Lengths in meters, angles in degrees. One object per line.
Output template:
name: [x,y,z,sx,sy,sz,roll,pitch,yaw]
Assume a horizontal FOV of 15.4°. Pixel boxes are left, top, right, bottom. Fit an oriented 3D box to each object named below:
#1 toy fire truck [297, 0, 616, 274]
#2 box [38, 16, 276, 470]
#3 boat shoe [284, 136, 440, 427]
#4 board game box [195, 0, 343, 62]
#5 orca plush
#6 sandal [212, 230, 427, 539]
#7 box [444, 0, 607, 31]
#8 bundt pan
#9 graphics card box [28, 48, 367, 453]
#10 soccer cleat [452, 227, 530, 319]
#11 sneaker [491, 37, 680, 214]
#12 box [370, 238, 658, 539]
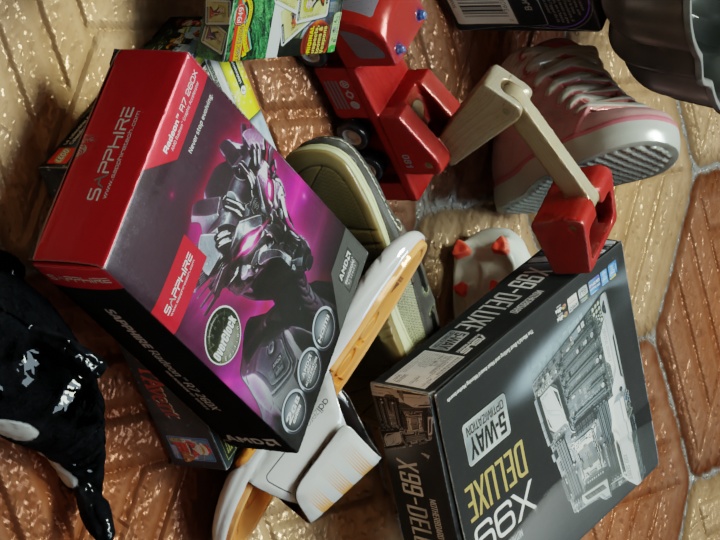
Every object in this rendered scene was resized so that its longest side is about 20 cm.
toy fire truck: [0.057,-0.087,1.539,0.049,0.140,0.201,-60,138,-36]
box: [-0.086,-0.014,1.416,0.137,0.038,0.201,-53,134,-40]
boat shoe: [0.000,0.000,1.532,0.065,0.073,0.201,-63,147,-46]
board game box: [-0.031,-0.209,1.386,0.105,0.023,0.201,-12,117,-53]
orca plush: [-0.155,0.059,1.285,0.105,0.071,0.201,-57,136,-38]
sandal: [-0.009,0.076,1.449,0.207,0.059,0.079,-57,169,2]
box: [0.118,-0.259,1.654,0.201,0.106,0.123,-63,142,-33]
bundt pan: [0.204,-0.194,1.628,0.202,0.075,0.203,-15,107,-60]
graphics card box: [-0.077,-0.007,1.351,0.200,0.051,0.126,49,52,-48]
soccer cleat: [0.079,0.072,1.657,0.078,0.069,0.201,39,57,-55]
sneaker: [0.131,-0.100,1.639,0.075,0.200,0.105,1,82,-19]
box: [0.095,0.092,1.572,0.200,0.050,0.159,-36,123,-43]
